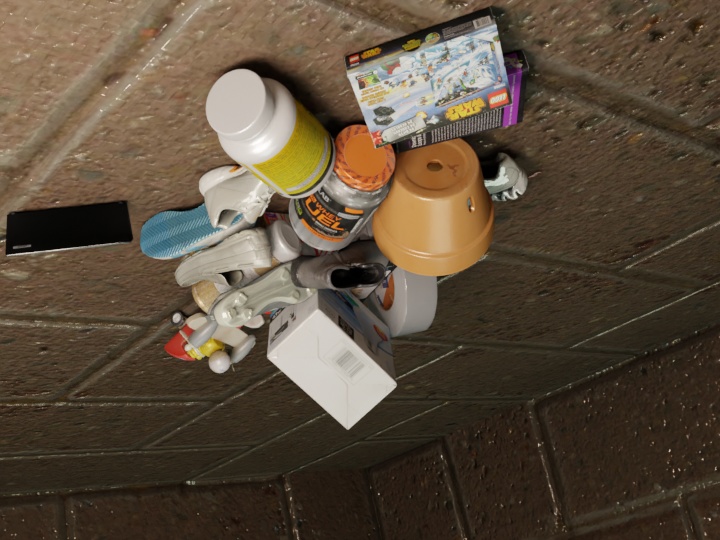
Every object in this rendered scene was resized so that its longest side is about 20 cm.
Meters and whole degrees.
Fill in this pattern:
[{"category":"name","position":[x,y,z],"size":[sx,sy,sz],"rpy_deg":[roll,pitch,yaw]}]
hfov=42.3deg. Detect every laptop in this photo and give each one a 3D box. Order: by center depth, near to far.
[{"category":"laptop","position":[-0.430,-0.038,1.387],"size":[0.173,0.106,0.201],"rpy_deg":[-7,159,-16]}]

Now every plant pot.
[{"category":"plant pot","position":[0.112,-0.116,1.433],"size":[0.195,0.203,0.141],"rpy_deg":[-11,143,-5]}]

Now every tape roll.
[{"category":"tape roll","position":[0.068,0.016,1.696],"size":[0.065,0.204,0.201],"rpy_deg":[-8,160,-21]}]

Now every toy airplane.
[{"category":"toy airplane","position":[-0.278,0.133,1.867],"size":[0.196,0.144,0.199],"rpy_deg":[-1,156,-28]}]

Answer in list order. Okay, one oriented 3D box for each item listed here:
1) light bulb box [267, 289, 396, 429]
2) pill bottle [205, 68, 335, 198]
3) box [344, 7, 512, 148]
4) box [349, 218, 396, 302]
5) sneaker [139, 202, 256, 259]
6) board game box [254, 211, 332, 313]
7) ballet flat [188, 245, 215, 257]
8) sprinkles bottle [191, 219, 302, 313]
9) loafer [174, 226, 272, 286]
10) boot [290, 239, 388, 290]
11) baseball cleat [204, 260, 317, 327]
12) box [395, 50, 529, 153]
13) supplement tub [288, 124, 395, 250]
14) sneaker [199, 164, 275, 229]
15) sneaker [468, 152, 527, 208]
[{"category":"light bulb box","position":[-0.049,0.121,1.581],"size":[0.124,0.201,0.198],"rpy_deg":[-40,111,15]},{"category":"pill bottle","position":[-0.116,-0.178,1.208],"size":[0.110,0.115,0.200],"rpy_deg":[-19,159,15]},{"category":"box","position":[0.091,-0.247,1.211],"size":[0.196,0.040,0.138],"rpy_deg":[-16,140,8]},{"category":"box","position":[0.001,-0.030,1.664],"size":[0.059,0.119,0.200],"rpy_deg":[-5,157,-27]},{"category":"sneaker","position":[-0.257,-0.062,1.475],"size":[0.196,0.078,0.081],"rpy_deg":[-16,165,15]},{"category":"board game box","position":[-0.140,-0.010,1.631],"size":[0.149,0.047,0.202],"rpy_deg":[2,133,-36]},{"category":"ballet flat","position":[-0.259,-0.003,1.634],"size":[0.067,0.064,0.200],"rpy_deg":[11,162,17]},{"category":"sprinkles bottle","position":[-0.187,-0.004,1.525],"size":[0.198,0.069,0.068],"rpy_deg":[-34,153,23]},{"category":"loafer","position":[-0.217,-0.006,1.462],"size":[0.198,0.071,0.069],"rpy_deg":[-22,176,38]},{"category":"boot","position":[0.000,0.000,1.454],"size":[0.197,0.072,0.130],"rpy_deg":[-18,-164,-37]},{"category":"baseball cleat","position":[-0.158,0.033,1.479],"size":[0.197,0.071,0.105],"rpy_deg":[-20,-169,-35]},{"category":"box","position":[0.138,-0.237,1.327],"size":[0.195,0.037,0.143],"rpy_deg":[-15,158,0]},{"category":"supplement tub","position":[-0.027,-0.123,1.392],"size":[0.120,0.125,0.200],"rpy_deg":[-4,157,-23]},{"category":"sneaker","position":[-0.145,-0.122,1.364],"size":[0.197,0.094,0.075],"rpy_deg":[-24,157,24]},{"category":"sneaker","position":[0.180,-0.140,1.572],"size":[0.197,0.076,0.081],"rpy_deg":[-24,143,21]}]
